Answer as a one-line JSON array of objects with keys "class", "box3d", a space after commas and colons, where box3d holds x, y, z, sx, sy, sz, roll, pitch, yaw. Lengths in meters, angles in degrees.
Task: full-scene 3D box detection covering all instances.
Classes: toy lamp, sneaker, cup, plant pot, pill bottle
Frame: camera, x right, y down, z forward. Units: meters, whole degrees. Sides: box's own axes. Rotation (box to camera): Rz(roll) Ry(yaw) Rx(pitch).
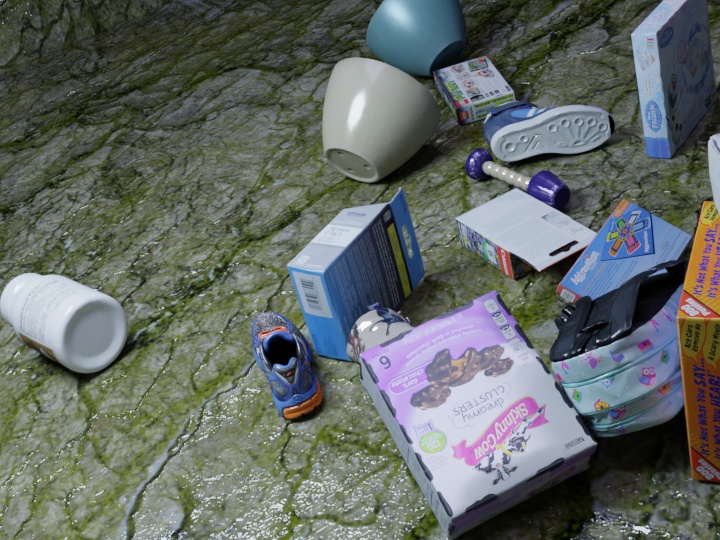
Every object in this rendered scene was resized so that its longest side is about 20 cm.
[{"class": "toy lamp", "box3d": [0.236, -0.137, 1.539, 0.058, 0.058, 0.200, -30, 34, -21]}, {"class": "sneaker", "box3d": [0.296, -0.243, 1.656, 0.199, 0.081, 0.147, -12, 30, 7]}, {"class": "cup", "box3d": [0.014, -0.232, 1.700, 0.200, 0.200, 0.144, 12, 67, 39]}, {"class": "plant pot", "box3d": [0.130, -0.459, 2.005, 0.200, 0.200, 0.135, -31, 69, -22]}, {"class": "sneaker", "box3d": [-0.097, 0.101, 1.302, 0.075, 0.079, 0.200, -22, 31, -10]}, {"class": "pill bottle", "box3d": [-0.435, 0.068, 1.485, 0.199, 0.115, 0.114, 17, 45, 43]}]

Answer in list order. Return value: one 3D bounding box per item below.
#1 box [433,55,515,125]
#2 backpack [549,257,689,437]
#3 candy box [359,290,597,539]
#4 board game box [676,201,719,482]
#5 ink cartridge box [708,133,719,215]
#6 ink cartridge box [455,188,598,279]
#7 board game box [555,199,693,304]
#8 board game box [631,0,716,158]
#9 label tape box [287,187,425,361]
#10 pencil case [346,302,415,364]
[{"class": "box", "box3d": [0.207, -0.333, 1.885, 0.109, 0.035, 0.200, -17, 31, 1]}, {"class": "backpack", "box3d": [0.280, 0.083, 1.069, 0.167, 0.127, 0.200, -33, 0, 31]}, {"class": "candy box", "box3d": [0.117, 0.145, 1.056, 0.167, 0.072, 0.200, -24, 60, -12]}, {"class": "board game box", "box3d": [0.425, 0.068, 0.981, 0.199, 0.201, 0.200, 1, 35, 27]}, {"class": "ink cartridge box", "box3d": [0.433, -0.077, 0.931, 0.199, 0.085, 0.146, -9, 32, 9]}, {"class": "ink cartridge box", "box3d": [0.228, -0.041, 1.398, 0.109, 0.051, 0.200, -26, 33, -17]}, {"class": "board game box", "box3d": [0.332, -0.008, 1.282, 0.103, 0.019, 0.200, 32, 50, 15]}, {"class": "board game box", "box3d": [0.477, -0.306, 1.551, 0.043, 0.200, 0.200, 10, 39, 37]}, {"class": "label tape box", "box3d": [0.000, 0.000, 1.351, 0.066, 0.144, 0.200, 7, 39, 33]}, {"class": "pencil case", "box3d": [0.068, 0.107, 1.213, 0.089, 0.078, 0.200, -44, 37, -14]}]
